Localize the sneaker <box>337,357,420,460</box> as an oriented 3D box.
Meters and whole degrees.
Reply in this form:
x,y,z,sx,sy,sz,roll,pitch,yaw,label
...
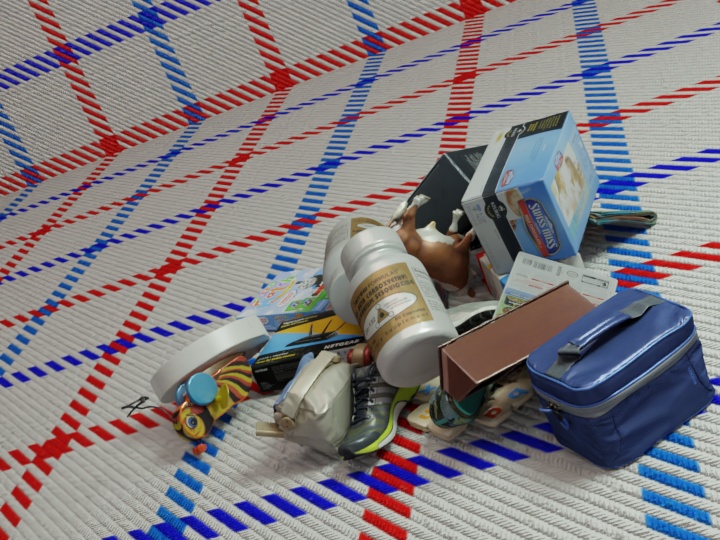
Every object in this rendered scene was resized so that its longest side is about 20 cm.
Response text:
x,y,z,sx,sy,sz,roll,pitch,yaw,label
0.012,0.171,1.444,0.073,0.081,0.201,-24,20,33,sneaker

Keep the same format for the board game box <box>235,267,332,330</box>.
x,y,z,sx,sy,sz,roll,pitch,yaw,label
-0.102,0.048,1.919,0.198,0.037,0.151,-8,28,38,board game box

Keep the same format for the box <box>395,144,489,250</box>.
x,y,z,sx,sy,sz,roll,pitch,yaw,label
0.171,-0.110,1.745,0.199,0.105,0.148,-20,-26,-53,box

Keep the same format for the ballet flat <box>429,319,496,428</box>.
x,y,z,sx,sy,sz,roll,pitch,yaw,label
0.142,0.131,1.404,0.073,0.075,0.200,-7,23,36,ballet flat

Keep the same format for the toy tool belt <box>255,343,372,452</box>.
x,y,z,sx,sy,sz,roll,pitch,yaw,label
-0.059,0.163,1.500,0.121,0.126,0.200,-3,28,25,toy tool belt

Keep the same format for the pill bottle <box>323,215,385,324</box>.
x,y,z,sx,sy,sz,roll,pitch,yaw,label
0.000,0.000,1.660,0.113,0.115,0.200,-21,20,9,pill bottle

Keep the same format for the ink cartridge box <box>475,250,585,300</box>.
x,y,z,sx,sy,sz,roll,pitch,yaw,label
0.247,-0.003,1.627,0.115,0.068,0.200,-26,21,-4,ink cartridge box

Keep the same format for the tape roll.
x,y,z,sx,sy,sz,roll,pitch,yaw,label
-0.233,0.140,1.713,0.201,0.037,0.203,-31,-11,-7,tape roll

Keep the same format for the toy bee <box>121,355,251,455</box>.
x,y,z,sx,sy,sz,roll,pitch,yaw,label
-0.239,0.211,1.621,0.198,0.110,0.131,-25,-5,-13,toy bee

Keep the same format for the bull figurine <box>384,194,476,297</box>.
x,y,z,sx,sy,sz,roll,pitch,yaw,label
0.114,-0.035,1.596,0.065,0.198,0.123,29,99,53,bull figurine

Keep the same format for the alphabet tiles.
x,y,z,sx,sy,sz,roll,pitch,yaw,label
0.157,0.152,1.441,0.199,0.015,0.195,-35,21,-24,alphabet tiles

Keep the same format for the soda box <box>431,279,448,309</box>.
x,y,z,sx,sy,sz,roll,pitch,yaw,label
0.098,0.024,1.722,0.063,0.069,0.201,-19,23,12,soda box

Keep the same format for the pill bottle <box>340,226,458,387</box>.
x,y,z,sx,sy,sz,roll,pitch,yaw,label
0.046,0.043,1.452,0.113,0.115,0.201,-24,53,-1,pill bottle

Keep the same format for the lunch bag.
x,y,z,sx,sy,sz,roll,pitch,yaw,label
0.283,0.114,1.236,0.199,0.134,0.136,-31,23,-19,lunch bag

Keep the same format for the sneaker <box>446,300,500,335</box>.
x,y,z,sx,sy,sz,roll,pitch,yaw,label
0.128,0.087,1.530,0.197,0.075,0.079,-11,14,20,sneaker

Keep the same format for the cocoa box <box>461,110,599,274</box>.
x,y,z,sx,sy,sz,roll,pitch,yaw,label
0.249,-0.114,1.579,0.130,0.134,0.201,-13,29,31,cocoa box

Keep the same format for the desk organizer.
x,y,z,sx,sy,sz,roll,pitch,yaw,label
0.195,0.096,1.314,0.198,0.072,0.077,-25,42,-21,desk organizer

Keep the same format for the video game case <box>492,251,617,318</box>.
x,y,z,sx,sy,sz,roll,pitch,yaw,label
0.251,0.057,1.440,0.141,0.018,0.201,17,41,12,video game case

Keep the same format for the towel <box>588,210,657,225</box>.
x,y,z,sx,sy,sz,roll,pitch,yaw,label
0.339,-0.082,1.699,0.145,0.022,0.199,-2,3,-37,towel

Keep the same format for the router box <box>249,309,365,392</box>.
x,y,z,sx,sy,sz,roll,pitch,yaw,label
-0.054,0.114,1.694,0.198,0.052,0.149,-14,22,24,router box
